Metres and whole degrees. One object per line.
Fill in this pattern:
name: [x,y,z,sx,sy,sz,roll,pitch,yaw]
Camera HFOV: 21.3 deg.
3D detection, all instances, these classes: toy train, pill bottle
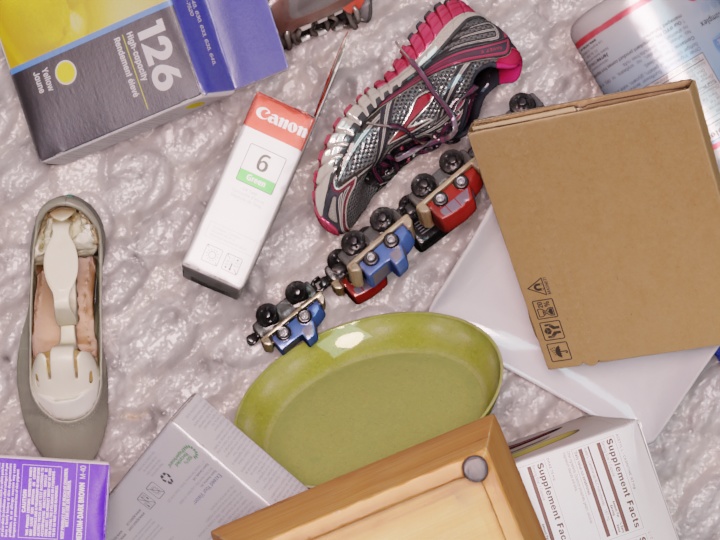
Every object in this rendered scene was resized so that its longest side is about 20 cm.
toy train: [0.000,0.000,1.427,0.199,0.034,0.046,-37,81,-7]
toy train: [0.063,-0.054,1.394,0.200,0.034,0.046,-39,71,-9]
pill bottle: [0.248,-0.122,1.422,0.108,0.109,0.201,-30,89,-6]

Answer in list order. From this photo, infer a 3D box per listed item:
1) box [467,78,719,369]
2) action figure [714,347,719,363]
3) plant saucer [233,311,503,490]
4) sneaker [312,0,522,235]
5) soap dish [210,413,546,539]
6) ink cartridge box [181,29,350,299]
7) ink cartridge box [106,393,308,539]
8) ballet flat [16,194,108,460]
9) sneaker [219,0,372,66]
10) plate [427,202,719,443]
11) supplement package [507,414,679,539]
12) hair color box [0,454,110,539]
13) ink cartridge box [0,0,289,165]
box: [0.179,-0.027,1.340,0.162,0.021,0.201,-10,117,23]
action figure: [0.249,0.026,1.444,0.199,0.052,0.066,32,89,0]
plant saucer: [0.008,0.099,1.360,0.198,0.200,0.031,-21,120,-6]
sneaker: [0.037,-0.108,1.409,0.074,0.081,0.201,36,84,18]
soap dish: [0.025,0.200,1.202,0.198,0.081,0.159,-22,87,-3]
ink cartridge box: [-0.070,-0.082,1.391,0.050,0.109,0.202,23,84,-3]
ink cartridge box: [-0.088,0.205,1.335,0.200,0.200,0.041,43,46,0]
ballet flat: [-0.217,0.044,1.392,0.067,0.064,0.202,0,86,-5]
sneaker: [-0.032,-0.201,1.424,0.082,0.077,0.200,40,85,-8]
plate: [0.174,0.008,1.397,0.199,0.032,0.200,28,126,-1]
supplement package: [0.107,0.201,1.343,0.198,0.191,0.149,-18,88,-6]
hair color box: [-0.278,0.156,1.297,0.198,0.109,0.066,7,78,-18]
ink cartridge box: [-0.174,-0.202,1.387,0.198,0.047,0.200,-21,86,22]
